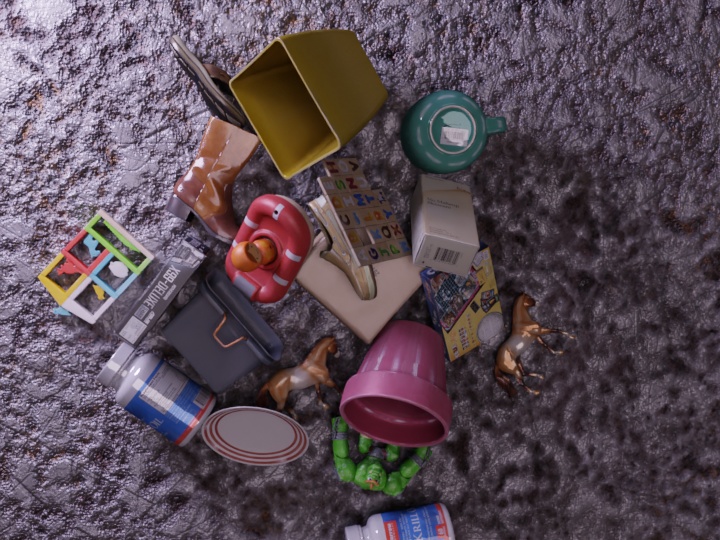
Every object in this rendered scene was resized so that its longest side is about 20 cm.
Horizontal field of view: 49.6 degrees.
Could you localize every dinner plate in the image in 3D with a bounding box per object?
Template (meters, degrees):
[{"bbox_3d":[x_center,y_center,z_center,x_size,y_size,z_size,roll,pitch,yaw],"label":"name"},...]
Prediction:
[{"bbox_3d":[-0.194,0.303,1.445,0.199,0.024,0.201,2,138,2],"label":"dinner plate"}]

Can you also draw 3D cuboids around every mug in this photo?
[{"bbox_3d":[0.170,-0.266,1.442,0.185,0.114,0.152,-41,99,-2],"label":"mug"}]

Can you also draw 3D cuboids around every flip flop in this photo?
[{"bbox_3d":[-0.267,-0.344,1.403,0.058,0.081,0.200,-39,94,-17],"label":"flip flop"}]

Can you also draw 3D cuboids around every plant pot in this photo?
[{"bbox_3d":[-0.075,-0.307,1.362,0.176,0.200,0.200,-36,100,-34],"label":"plant pot"},{"bbox_3d":[0.076,0.200,1.429,0.199,0.200,0.179,21,55,-9],"label":"plant pot"}]

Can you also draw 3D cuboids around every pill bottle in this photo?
[{"bbox_3d":[0.075,0.521,1.500,0.199,0.112,0.113,-8,97,-8],"label":"pill bottle"},{"bbox_3d":[-0.373,0.222,1.420,0.200,0.112,0.112,37,90,-8],"label":"pill bottle"}]

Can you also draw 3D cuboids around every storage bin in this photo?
[{"bbox_3d":[-0.258,0.121,1.420,0.134,0.146,0.200,-40,99,8],"label":"storage bin"}]

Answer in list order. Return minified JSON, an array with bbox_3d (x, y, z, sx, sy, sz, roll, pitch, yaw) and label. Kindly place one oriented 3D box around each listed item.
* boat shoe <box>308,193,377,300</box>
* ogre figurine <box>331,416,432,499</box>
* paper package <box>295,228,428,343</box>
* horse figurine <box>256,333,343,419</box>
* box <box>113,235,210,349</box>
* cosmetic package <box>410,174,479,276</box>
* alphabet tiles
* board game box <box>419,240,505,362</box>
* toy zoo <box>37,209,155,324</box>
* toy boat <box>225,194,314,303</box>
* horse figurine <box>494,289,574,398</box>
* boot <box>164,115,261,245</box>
[{"bbox_3d":[-0.036,-0.034,1.355,0.076,0.072,0.201,-22,87,-18],"label":"boat shoe"},{"bbox_3d":[0.030,0.364,1.500,0.200,0.098,0.120,23,74,-24],"label":"ogre figurine"},{"bbox_3d":[0.000,0.000,1.452,0.200,0.103,0.191,42,89,-10],"label":"paper package"},{"bbox_3d":[-0.115,0.220,1.478,0.199,0.050,0.133,-22,107,-9],"label":"horse figurine"},{"bbox_3d":[-0.347,0.033,1.382,0.050,0.158,0.200,37,89,-9],"label":"box"},{"bbox_3d":[0.149,-0.085,1.412,0.103,0.200,0.073,12,127,-9],"label":"cosmetic package"},{"bbox_3d":[0.004,-0.107,1.355,0.008,0.167,0.201,-31,80,35],"label":"alphabet tiles"},{"bbox_3d":[0.195,0.059,1.464,0.135,0.035,0.200,-28,124,-17],"label":"board game box"},{"bbox_3d":[-0.493,0.005,1.428,0.131,0.020,0.200,44,88,-9],"label":"toy zoo"},{"bbox_3d":[-0.171,-0.033,1.331,0.130,0.131,0.200,36,115,14],"label":"toy boat"},{"bbox_3d":[0.323,0.157,1.533,0.132,0.050,0.200,32,97,3],"label":"horse figurine"},{"bbox_3d":[-0.234,-0.157,1.431,0.188,0.068,0.200,30,91,1],"label":"boot"}]
